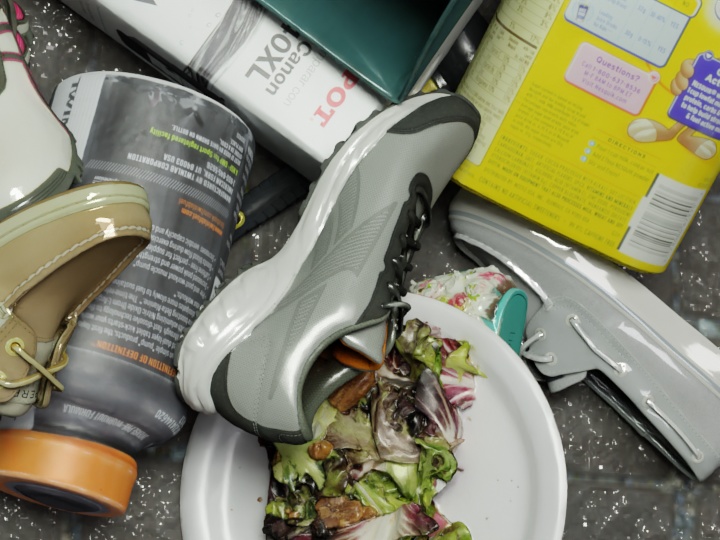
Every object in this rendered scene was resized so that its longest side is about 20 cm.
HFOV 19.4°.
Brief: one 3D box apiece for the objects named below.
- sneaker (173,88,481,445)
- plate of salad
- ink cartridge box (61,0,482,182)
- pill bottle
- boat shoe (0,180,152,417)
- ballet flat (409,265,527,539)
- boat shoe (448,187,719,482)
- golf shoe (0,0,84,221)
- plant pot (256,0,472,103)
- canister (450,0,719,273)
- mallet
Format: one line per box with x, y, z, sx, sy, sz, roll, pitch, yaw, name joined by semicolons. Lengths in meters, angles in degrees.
0.000;0.000;0.996;0.079;0.074;0.200;30;71;24;sneaker
0.000;0.107;1.015;0.199;0.048;0.201;-4;79;19;plate of salad
-0.049;-0.155;1.061;0.200;0.083;0.146;35;83;3;ink cartridge box
-0.123;0.015;1.012;0.106;0.106;0.201;17;72;-13;pill bottle
-0.162;0.036;0.924;0.074;0.200;0.067;11;47;-59;boat shoe
0.038;0.095;1.069;0.064;0.076;0.201;8;81;24;ballet flat
0.119;0.036;1.111;0.200;0.072;0.069;38;81;-8;boat shoe
-0.188;-0.087;0.978;0.077;0.088;0.200;-27;42;-1;golf shoe
0.031;-0.215;0.968;0.141;0.141;0.200;36;69;2;plant pot
0.137;-0.116;1.058;0.148;0.087;0.201;26;107;-4;canister
0.005;-0.063;1.114;0.200;0.041;0.066;-43;89;-18;mallet
